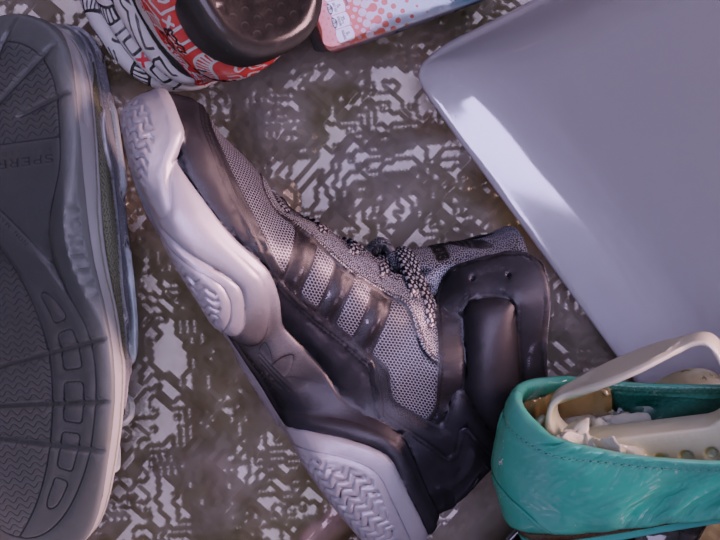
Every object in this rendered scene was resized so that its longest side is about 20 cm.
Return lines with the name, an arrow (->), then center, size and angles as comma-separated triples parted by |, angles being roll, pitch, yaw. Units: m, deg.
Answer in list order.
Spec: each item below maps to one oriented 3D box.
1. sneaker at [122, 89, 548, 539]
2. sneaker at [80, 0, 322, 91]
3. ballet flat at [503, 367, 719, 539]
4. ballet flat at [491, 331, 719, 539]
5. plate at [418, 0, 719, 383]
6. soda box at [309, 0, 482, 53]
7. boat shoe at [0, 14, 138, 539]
sneaker -> 0.000, 0.000, 0.905 | 0.114, 0.075, 0.200 | -33, 104, -4
sneaker -> -0.086, -0.161, 0.890 | 0.067, 0.108, 0.201 | -24, 93, -25
ballet flat -> 0.068, 0.115, 0.914 | 0.057, 0.066, 0.200 | 36, 98, -34
ballet flat -> 0.141, 0.055, 0.846 | 0.200, 0.067, 0.070 | -6, 116, 13
plate -> 0.142, -0.034, 0.872 | 0.200, 0.200, 0.032 | 53, 50, -10
soda box -> -0.016, -0.185, 0.908 | 0.068, 0.064, 0.200 | -19, 98, -3
boat shoe -> -0.117, 0.005, 0.921 | 0.074, 0.065, 0.202 | -4, 91, 21
